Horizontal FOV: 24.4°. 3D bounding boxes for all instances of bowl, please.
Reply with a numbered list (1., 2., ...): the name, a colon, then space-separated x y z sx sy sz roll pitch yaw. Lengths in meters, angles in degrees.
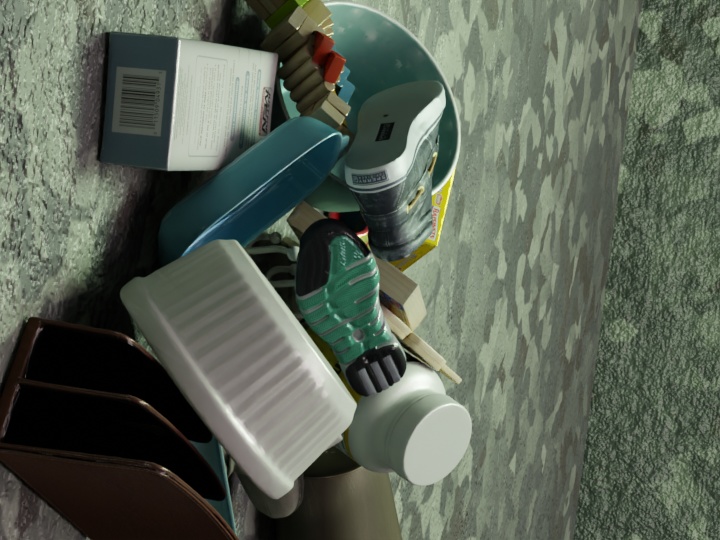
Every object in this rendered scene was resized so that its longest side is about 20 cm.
1. bowl: -0.019 -0.133 1.513 0.201 0.105 0.201 17 61 -32

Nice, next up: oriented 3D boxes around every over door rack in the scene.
1. over door rack: -0.058 0.047 1.483 0.148 0.067 0.200 62 10 -59

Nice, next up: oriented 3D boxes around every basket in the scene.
1. basket: -0.024 0.262 1.684 0.180 0.136 0.200 -58 145 -56

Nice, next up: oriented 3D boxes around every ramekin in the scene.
1. ramekin: -0.086 0.066 1.258 0.094 0.202 0.202 -36 153 -2

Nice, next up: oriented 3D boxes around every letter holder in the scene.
1. letter holder: -0.155 0.128 1.205 0.200 0.142 0.101 63 38 -59

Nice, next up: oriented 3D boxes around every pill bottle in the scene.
1. pill bottle: 0.008 0.120 1.574 0.112 0.200 0.113 -22 127 -34

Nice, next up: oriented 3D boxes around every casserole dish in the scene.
1. casserole dish: -0.095 -0.058 1.348 0.200 0.039 0.121 -40 169 -18

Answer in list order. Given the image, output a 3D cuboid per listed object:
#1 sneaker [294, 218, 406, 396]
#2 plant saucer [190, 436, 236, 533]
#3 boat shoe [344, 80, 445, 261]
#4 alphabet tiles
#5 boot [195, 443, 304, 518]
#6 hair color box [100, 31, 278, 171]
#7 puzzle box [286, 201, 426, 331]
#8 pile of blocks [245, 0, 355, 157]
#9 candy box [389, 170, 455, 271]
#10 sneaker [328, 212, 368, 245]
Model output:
1. sneaker: -0.022 0.020 1.436 0.088 0.074 0.200 -121 -170 -47
2. plant saucer: -0.144 0.187 1.395 0.019 0.070 0.200 -104 -173 -57
3. boat shoe: 0.033 -0.088 1.422 0.200 0.071 0.091 -63 145 -57
4. alphabet tiles: 0.009 0.041 1.605 0.196 0.200 0.015 42 85 -25
5. boot: -0.118 0.170 1.475 0.131 0.068 0.200 -57 140 -48
6. hair color box: -0.131 -0.131 1.317 0.200 0.061 0.099 -11 107 -71
7. puzzle box: 0.000 0.000 1.563 0.025 0.133 0.200 -54 171 -5
8. pile of blocks: -0.037 -0.195 1.419 0.082 0.062 0.200 -16 80 -40
9. candy box: 0.050 -0.049 1.795 0.200 0.026 0.102 142 -38 -67
10. sneaker: 0.009 -0.098 1.738 0.090 0.078 0.200 32 65 -63
